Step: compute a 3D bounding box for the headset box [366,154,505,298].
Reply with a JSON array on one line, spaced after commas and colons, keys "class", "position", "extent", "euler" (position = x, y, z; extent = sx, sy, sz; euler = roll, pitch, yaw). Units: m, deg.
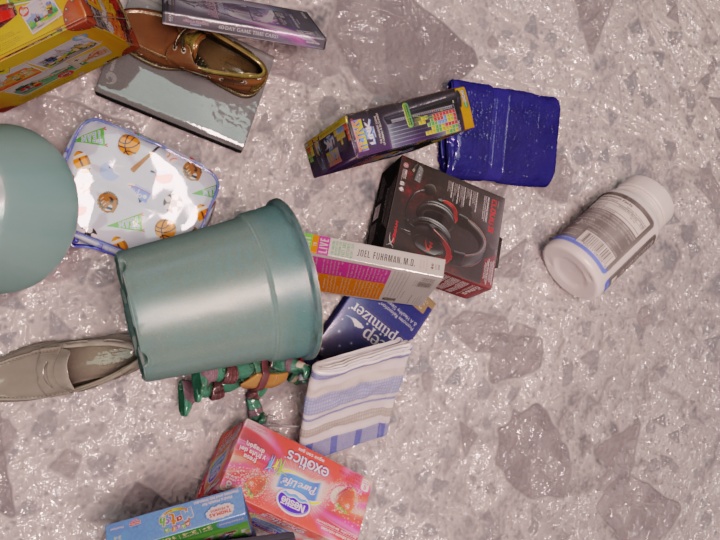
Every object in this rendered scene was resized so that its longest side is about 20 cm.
[{"class": "headset box", "position": [0.118, -0.056, 0.938], "extent": [0.199, 0.075, 0.150], "euler": [20, 70, -18]}]

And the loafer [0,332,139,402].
[{"class": "loafer", "position": [-0.363, 0.117, 0.787], "extent": [0.199, 0.070, 0.071], "euler": [-15, 94, -19]}]

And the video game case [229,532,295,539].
[{"class": "video game case", "position": [-0.182, 0.373, 0.780], "extent": [0.142, 0.200, 0.019], "euler": [7, 46, -33]}]

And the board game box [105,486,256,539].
[{"class": "board game box", "position": [-0.203, 0.334, 0.779], "extent": [0.150, 0.201, 0.037], "euler": [-13, 53, -12]}]

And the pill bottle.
[{"class": "pill bottle", "position": [0.399, -0.057, 1.029], "extent": [0.200, 0.114, 0.114], "euler": [-39, 101, -16]}]

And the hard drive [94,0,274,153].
[{"class": "hard drive", "position": [-0.230, -0.260, 0.857], "extent": [0.199, 0.033, 0.141], "euler": [20, 83, -18]}]

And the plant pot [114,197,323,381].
[{"class": "plant pot", "position": [-0.171, 0.032, 0.751], "extent": [0.195, 0.200, 0.202], "euler": [-14, 94, -22]}]

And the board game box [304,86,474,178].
[{"class": "board game box", "position": [0.030, -0.179, 0.858], "extent": [0.164, 0.200, 0.057], "euler": [-19, 97, -17]}]

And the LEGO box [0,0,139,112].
[{"class": "LEGO box", "position": [-0.372, -0.256, 0.714], "extent": [0.199, 0.149, 0.078], "euler": [-23, 96, 5]}]

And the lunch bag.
[{"class": "lunch bag", "position": [-0.290, -0.089, 0.814], "extent": [0.199, 0.076, 0.161], "euler": [23, 87, -17]}]

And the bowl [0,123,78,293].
[{"class": "bowl", "position": [-0.432, -0.072, 0.710], "extent": [0.199, 0.105, 0.203], "euler": [0, 91, 7]}]

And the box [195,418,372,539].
[{"class": "box", "position": [-0.099, 0.289, 0.846], "extent": [0.199, 0.103, 0.095], "euler": [32, 53, -17]}]

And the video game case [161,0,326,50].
[{"class": "video game case", "position": [-0.154, -0.328, 0.835], "extent": [0.198, 0.143, 0.019], "euler": [4, 123, -19]}]

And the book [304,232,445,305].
[{"class": "book", "position": [0.000, 0.000, 0.853], "extent": [0.198, 0.134, 0.048], "euler": [11, 72, -4]}]

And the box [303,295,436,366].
[{"class": "box", "position": [0.010, 0.093, 0.937], "extent": [0.121, 0.032, 0.201], "euler": [38, 79, -15]}]

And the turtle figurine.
[{"class": "turtle figurine", "position": [-0.132, 0.150, 0.855], "extent": [0.199, 0.101, 0.150], "euler": [2, 132, -32]}]

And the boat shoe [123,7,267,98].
[{"class": "boat shoe", "position": [-0.211, -0.284, 0.810], "extent": [0.199, 0.068, 0.073], "euler": [15, 86, -17]}]

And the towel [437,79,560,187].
[{"class": "towel", "position": [0.215, -0.210, 1.006], "extent": [0.198, 0.050, 0.149], "euler": [3, 95, -19]}]

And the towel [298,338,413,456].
[{"class": "towel", "position": [-0.010, 0.178, 0.861], "extent": [0.146, 0.024, 0.201], "euler": [-11, 134, -27]}]
